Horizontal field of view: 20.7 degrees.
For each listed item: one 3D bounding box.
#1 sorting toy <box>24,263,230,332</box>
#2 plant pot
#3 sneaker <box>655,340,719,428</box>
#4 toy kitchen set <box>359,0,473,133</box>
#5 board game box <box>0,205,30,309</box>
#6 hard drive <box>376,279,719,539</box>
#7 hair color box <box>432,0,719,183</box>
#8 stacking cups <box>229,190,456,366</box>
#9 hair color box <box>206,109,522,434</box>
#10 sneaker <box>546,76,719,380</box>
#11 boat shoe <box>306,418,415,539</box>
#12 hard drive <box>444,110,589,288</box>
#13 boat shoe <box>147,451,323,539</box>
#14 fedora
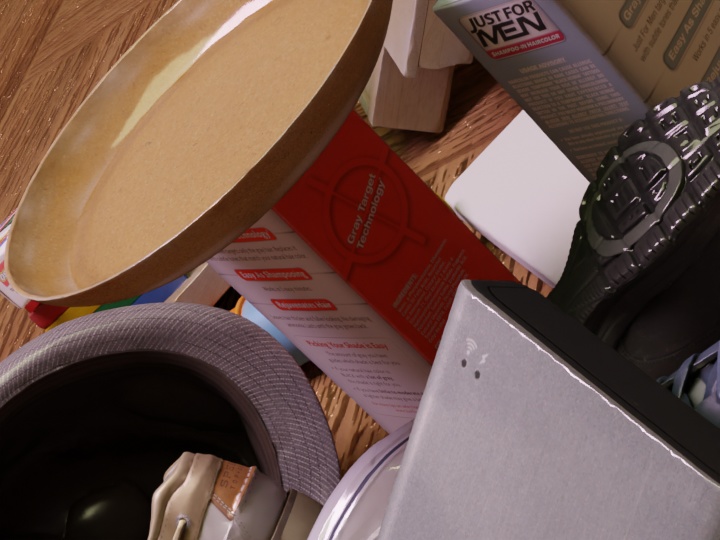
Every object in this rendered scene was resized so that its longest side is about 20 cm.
[{"bbox_3d":[-0.120,-0.017,1.157,0.199,0.070,0.200,-49,13,-8],"label":"sorting toy"},{"bbox_3d":[-0.059,-0.060,0.767,0.200,0.027,0.200,-34,29,22],"label":"plant pot"},{"bbox_3d":[0.094,0.069,0.668,0.200,0.082,0.070,-59,7,32],"label":"sneaker"},{"bbox_3d":[0.101,-0.166,1.098,0.163,0.180,0.201,-112,29,-66],"label":"toy kitchen set"},{"bbox_3d":[-0.141,-0.068,1.142,0.200,0.035,0.126,-47,12,-2],"label":"board game box"},{"bbox_3d":[0.052,0.123,0.641,0.140,0.033,0.201,39,119,47],"label":"hard drive"},{"bbox_3d":[0.129,-0.074,0.768,0.061,0.200,0.099,-9,43,51],"label":"hair color box"},{"bbox_3d":[-0.030,0.027,1.041,0.200,0.060,0.061,-33,28,35],"label":"stacking cups"},{"bbox_3d":[0.000,0.000,0.854,0.101,0.200,0.061,0,52,56],"label":"hair color box"},{"bbox_3d":[0.113,0.015,0.720,0.200,0.091,0.076,-57,20,30],"label":"sneaker"},{"bbox_3d":[0.053,0.084,0.797,0.200,0.074,0.067,-48,23,-6],"label":"boat shoe"},{"bbox_3d":[0.126,-0.048,0.939,0.132,0.027,0.200,-46,26,0],"label":"hard drive"},{"bbox_3d":[-0.093,0.167,0.851,0.200,0.068,0.075,-59,5,10],"label":"boat shoe"},{"bbox_3d":[-0.109,0.113,0.947,0.200,0.177,0.090,-27,-10,-6],"label":"fedora"}]
